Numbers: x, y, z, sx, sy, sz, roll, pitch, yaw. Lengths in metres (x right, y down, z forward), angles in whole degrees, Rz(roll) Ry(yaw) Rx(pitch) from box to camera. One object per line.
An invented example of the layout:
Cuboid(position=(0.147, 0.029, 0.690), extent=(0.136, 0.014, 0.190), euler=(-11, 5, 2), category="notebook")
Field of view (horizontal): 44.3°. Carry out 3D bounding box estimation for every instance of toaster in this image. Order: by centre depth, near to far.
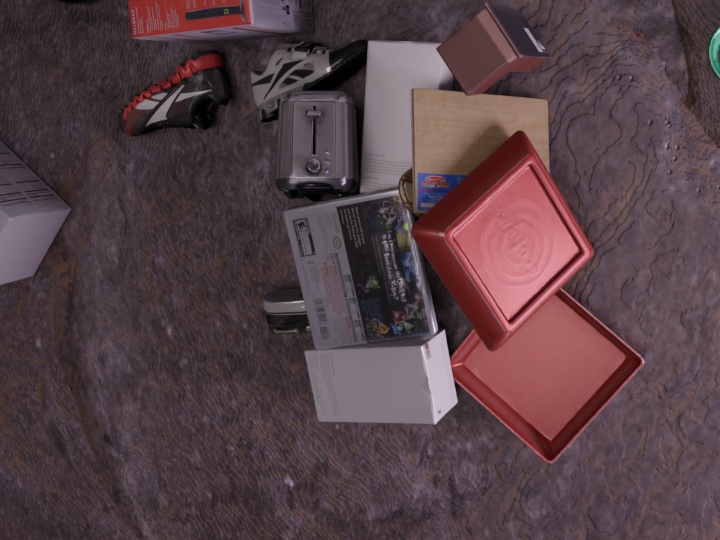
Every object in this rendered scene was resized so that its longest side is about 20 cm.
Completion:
Cuboid(position=(-0.056, -0.165, 1.193), extent=(0.111, 0.200, 0.132), euler=(1, 90, 2), category="toaster")

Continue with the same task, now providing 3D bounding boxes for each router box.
Cuboid(position=(-0.181, -0.340, 1.185), extent=(0.176, 0.200, 0.050), euler=(0, 102, 20), category="router box")

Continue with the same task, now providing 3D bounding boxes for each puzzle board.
Cuboid(position=(0.153, -0.146, 1.118), extent=(0.196, 0.017, 0.154), euler=(0, 88, -22), category="puzzle board")

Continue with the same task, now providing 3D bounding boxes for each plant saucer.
Cuboid(position=(0.189, -0.034, 1.099), extent=(0.199, 0.037, 0.201), euler=(-41, 109, -13), category="plant saucer")
Cuboid(position=(0.247, 0.124, 1.204), extent=(0.199, 0.037, 0.201), euler=(41, 111, 10), category="plant saucer")

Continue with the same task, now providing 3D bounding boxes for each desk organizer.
Cuboid(position=(0.165, -0.265, 1.072), extent=(0.077, 0.200, 0.072), euler=(-35, 88, 25), category="desk organizer")

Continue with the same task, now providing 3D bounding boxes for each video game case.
Cuboid(position=(0.000, 0.000, 1.199), extent=(0.178, 0.023, 0.204), euler=(-9, 102, 20), category="video game case")

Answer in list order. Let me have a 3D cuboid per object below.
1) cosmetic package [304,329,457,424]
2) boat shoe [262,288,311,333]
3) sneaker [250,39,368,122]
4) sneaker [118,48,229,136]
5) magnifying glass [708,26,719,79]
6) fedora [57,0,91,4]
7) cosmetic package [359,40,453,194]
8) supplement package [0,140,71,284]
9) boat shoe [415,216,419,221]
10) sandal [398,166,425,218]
Cuboid(position=(0.028, 0.150, 1.247), extent=(0.197, 0.081, 0.115), euler=(-3, 102, 30), category="cosmetic package")
Cuboid(position=(-0.047, 0.063, 1.288), extent=(0.196, 0.071, 0.065), euler=(-1, 111, 22), category="boat shoe")
Cuboid(position=(-0.077, -0.286, 1.224), extent=(0.197, 0.074, 0.090), euler=(-22, 88, 26), category="sneaker")
Cuboid(position=(-0.273, -0.239, 1.308), extent=(0.198, 0.071, 0.099), euler=(-27, 88, 21), category="sneaker")
Cuboid(position=(0.498, -0.219, 1.053), extent=(0.200, 0.022, 0.080), euler=(48, 112, 5), category="magnifying glass")
Cuboid(position=(-0.452, -0.495, 1.313), extent=(0.197, 0.091, 0.205), euler=(4, 101, 19), category="fedora")
Cuboid(position=(0.063, -0.202, 1.183), extent=(0.106, 0.085, 0.204), euler=(9, 103, 18), category="cosmetic package")
Cuboid(position=(-0.608, -0.098, 1.417), extent=(0.199, 0.150, 0.153), euler=(41, 110, 9), category="supplement package")
Cuboid(position=(0.064, -0.059, 1.217), extent=(0.196, 0.072, 0.074), euler=(9, 104, 19), category="boat shoe")
Cuboid(position=(0.133, -0.111, 1.147), extent=(0.054, 0.197, 0.082), euler=(-10, 97, 64), category="sandal")
